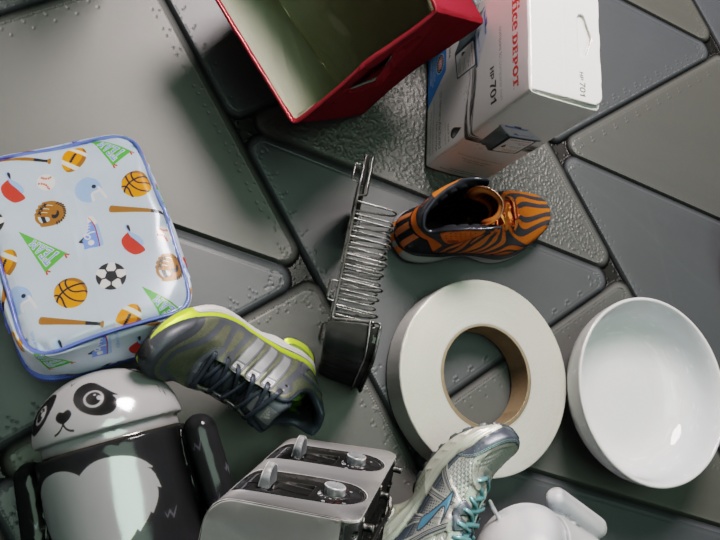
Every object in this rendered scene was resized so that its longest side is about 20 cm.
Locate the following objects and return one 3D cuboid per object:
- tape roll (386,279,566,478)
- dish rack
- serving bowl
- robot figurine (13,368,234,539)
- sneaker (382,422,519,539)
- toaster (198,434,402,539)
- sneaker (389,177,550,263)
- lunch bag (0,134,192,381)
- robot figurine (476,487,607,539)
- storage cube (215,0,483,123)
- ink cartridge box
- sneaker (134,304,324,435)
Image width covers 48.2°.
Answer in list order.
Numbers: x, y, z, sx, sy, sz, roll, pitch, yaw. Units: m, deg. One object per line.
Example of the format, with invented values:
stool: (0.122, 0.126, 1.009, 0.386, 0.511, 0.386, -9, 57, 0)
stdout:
tape roll: (0.122, 0.112, 0.834, 0.200, 0.037, 0.206, 6, 74, -22)
dish rack: (0.000, 0.000, 0.753, 0.054, 0.154, 0.203, 12, 70, -2)
serving bowl: (0.303, 0.135, 0.886, 0.197, 0.066, 0.204, 6, 75, -21)
robot figurine: (-0.188, 0.179, 0.637, 0.148, 0.124, 0.203, -10, 80, -31)
sneaker: (0.082, 0.228, 0.729, 0.200, 0.086, 0.078, -46, 137, -2)
toaster: (-0.048, 0.241, 0.623, 0.117, 0.181, 0.203, 11, 95, 11)
sneaker: (0.136, -0.053, 0.839, 0.197, 0.112, 0.079, -13, 82, -25)
lunch bag: (-0.237, -0.017, 0.677, 0.158, 0.076, 0.202, -17, 68, -20)
robot figurine: (0.188, 0.299, 0.770, 0.199, 0.113, 0.171, 32, 57, -12)
storage cube: (-0.012, -0.265, 0.761, 0.202, 0.170, 0.179, 58, 25, 1)
ink cartridge box: (0.150, -0.200, 0.833, 0.085, 0.200, 0.149, 8, 73, -21)
sneaker: (-0.098, 0.089, 0.678, 0.199, 0.074, 0.081, 21, 25, -45)
